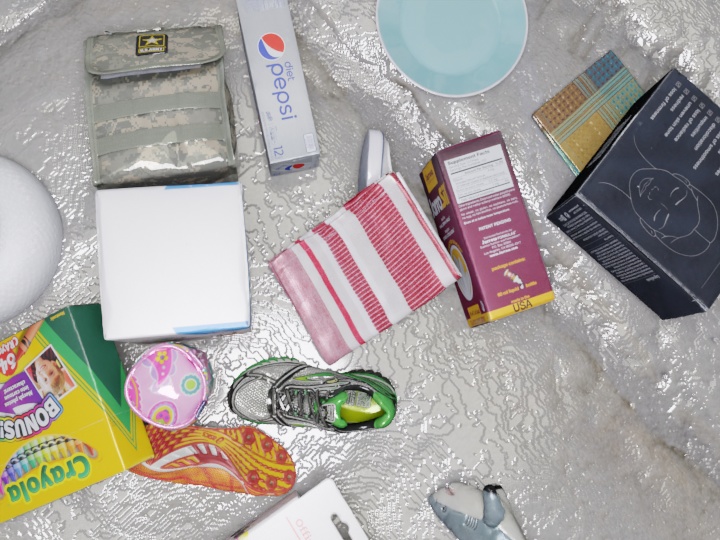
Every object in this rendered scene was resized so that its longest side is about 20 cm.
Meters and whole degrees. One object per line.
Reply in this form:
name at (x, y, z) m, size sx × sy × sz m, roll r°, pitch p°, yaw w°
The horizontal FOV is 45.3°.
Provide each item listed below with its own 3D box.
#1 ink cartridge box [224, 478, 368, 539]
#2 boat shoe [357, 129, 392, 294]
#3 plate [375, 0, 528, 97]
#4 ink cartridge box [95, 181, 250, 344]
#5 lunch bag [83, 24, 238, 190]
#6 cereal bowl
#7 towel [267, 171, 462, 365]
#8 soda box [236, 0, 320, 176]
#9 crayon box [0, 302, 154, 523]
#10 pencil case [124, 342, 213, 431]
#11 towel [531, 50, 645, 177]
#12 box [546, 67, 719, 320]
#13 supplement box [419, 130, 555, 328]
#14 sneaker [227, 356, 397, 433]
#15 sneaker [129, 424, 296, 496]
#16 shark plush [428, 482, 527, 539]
ink cartridge box at (-0.089, 0.330, 0.960) m, size 0.198 × 0.068 × 0.116 m, roll -33°, pitch 87°, yaw -9°
boat shoe at (0.033, -0.065, 1.031) m, size 0.064 × 0.074 × 0.205 m, roll -1°, pitch 93°, yaw -10°
plate at (0.114, -0.314, 1.090) m, size 0.195 × 0.026 × 0.205 m, roll 1°, pitch 83°, yaw -6°
ink cartridge box at (-0.192, -0.001, 0.925) m, size 0.144 × 0.200 × 0.148 m, roll -5°, pitch 85°, yaw -7°
lunch bag at (-0.228, -0.191, 0.990) m, size 0.160 × 0.118 × 0.205 m, roll -7°, pitch 78°, yaw -7°
cereal bowl at (-0.440, -0.039, 0.961) m, size 0.195 × 0.083 × 0.205 m, roll 1°, pitch 81°, yaw -6°
towel at (0.000, 0.000, 0.985) m, size 0.198 × 0.023 × 0.146 m, roll -34°, pitch 87°, yaw 24°
soda box at (-0.098, -0.221, 1.031) m, size 0.062 × 0.068 × 0.204 m, roll -12°, pitch 84°, yaw -7°
crayon box at (-0.336, 0.154, 0.915) m, size 0.197 × 0.058 × 0.176 m, roll -25°, pitch 83°, yaw 21°
pencil case at (-0.195, 0.117, 0.909) m, size 0.085 × 0.200 × 0.090 m, roll 1°, pitch 84°, yaw -9°
towel at (0.328, -0.160, 1.098) m, size 0.146 × 0.022 × 0.201 m, roll -38°, pitch 87°, yaw -10°
box at (0.364, -0.085, 1.018) m, size 0.196 × 0.124 × 0.201 m, roll 40°, pitch 80°, yaw 3°
supplement box at (0.145, -0.044, 1.015) m, size 0.084 × 0.110 × 0.204 m, roll -17°, pitch 84°, yaw -8°
sneaker at (-0.052, 0.142, 0.976) m, size 0.195 × 0.085 × 0.080 m, roll 1°, pitch 94°, yaw -6°
sneaker at (-0.166, 0.212, 0.974) m, size 0.196 × 0.077 × 0.074 m, roll 18°, pitch 61°, yaw -19°
shark plush at (0.157, 0.332, 0.985) m, size 0.082 × 0.091 × 0.203 m, roll -30°, pitch 82°, yaw 7°
